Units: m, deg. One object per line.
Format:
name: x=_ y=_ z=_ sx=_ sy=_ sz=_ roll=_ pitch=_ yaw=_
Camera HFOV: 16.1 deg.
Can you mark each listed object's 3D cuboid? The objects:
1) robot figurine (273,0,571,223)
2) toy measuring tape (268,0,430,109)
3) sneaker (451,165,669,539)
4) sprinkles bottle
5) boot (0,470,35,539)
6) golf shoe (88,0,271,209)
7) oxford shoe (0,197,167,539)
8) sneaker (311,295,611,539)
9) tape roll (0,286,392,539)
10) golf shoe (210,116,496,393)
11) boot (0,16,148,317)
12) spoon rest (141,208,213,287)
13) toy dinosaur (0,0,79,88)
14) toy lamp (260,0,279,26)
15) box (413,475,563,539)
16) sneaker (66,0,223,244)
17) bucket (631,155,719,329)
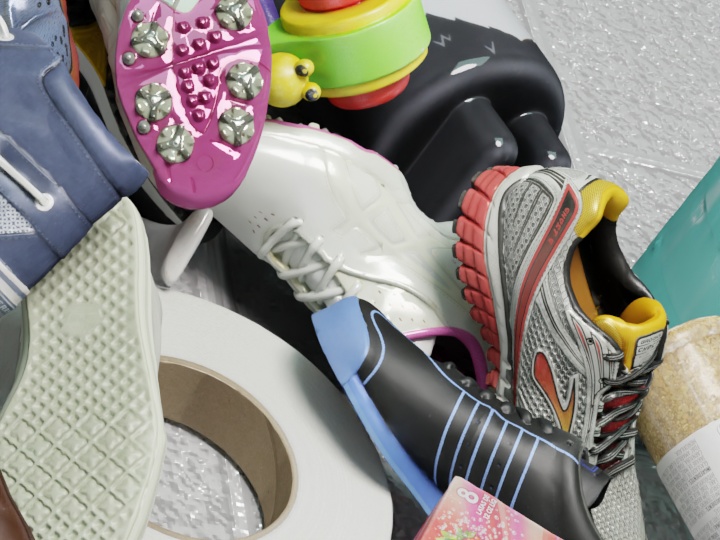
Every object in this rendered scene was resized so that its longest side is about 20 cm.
robot figurine: x=0.030 y=-0.102 z=1.323 sx=0.124 sy=0.151 sz=0.201 roll=-28 pitch=54 yaw=-5
toy measuring tape: x=0.019 y=-0.132 z=1.224 sx=0.073 sy=0.074 sz=0.200 roll=38 pitch=48 yaw=10
sneaker: x=0.102 y=0.050 z=1.175 sx=0.078 sy=0.082 sz=0.202 roll=-30 pitch=111 yaw=-50
sprinkles bottle: x=0.191 y=0.121 z=1.198 sx=0.068 sy=0.068 sz=0.201 roll=-10 pitch=63 yaw=-40
boot: x=-0.208 y=0.114 z=0.959 sx=0.185 sy=0.064 sz=0.201 roll=-21 pitch=72 yaw=-6
golf shoe: x=-0.089 y=-0.118 z=1.178 sx=0.075 sy=0.092 sz=0.202 roll=-6 pitch=73 yaw=-15
oxford shoe: x=-0.113 y=0.058 z=1.040 sx=0.075 sy=0.058 sz=0.201 roll=-2 pitch=56 yaw=2
sneaker: x=0.059 y=0.084 z=1.140 sx=0.201 sy=0.078 sz=0.070 roll=55 pitch=1 yaw=9
tape roll: x=-0.083 y=0.088 z=1.107 sx=0.201 sy=0.037 sz=0.204 roll=18 pitch=39 yaw=-16
golf shoe: x=0.000 y=0.000 z=1.208 sx=0.199 sy=0.075 sz=0.092 roll=29 pitch=49 yaw=-18
boot: x=-0.176 y=-0.079 z=1.051 sx=0.200 sy=0.090 sz=0.073 roll=49 pitch=-4 yaw=14
spoon rest: x=-0.166 y=-0.051 z=1.188 sx=0.199 sy=0.061 sz=0.100 roll=30 pitch=73 yaw=1
toy dinosaur: x=-0.162 y=-0.117 z=1.156 sx=0.200 sy=0.105 sz=0.182 roll=43 pitch=57 yaw=-33
toy lamp: x=-0.099 y=-0.168 z=1.285 sx=0.058 sy=0.058 sz=0.201 roll=-12 pitch=58 yaw=-42
box: x=0.027 y=0.192 z=1.009 sx=0.094 sy=0.103 sz=0.200 roll=31 pitch=38 yaw=2
sneaker: x=-0.143 y=-0.091 z=1.247 sx=0.201 sy=0.090 sz=0.070 roll=53 pitch=43 yaw=-13
bucket: x=0.241 y=0.021 z=1.319 sx=0.206 sy=0.135 sz=0.208 roll=18 pitch=40 yaw=-16
